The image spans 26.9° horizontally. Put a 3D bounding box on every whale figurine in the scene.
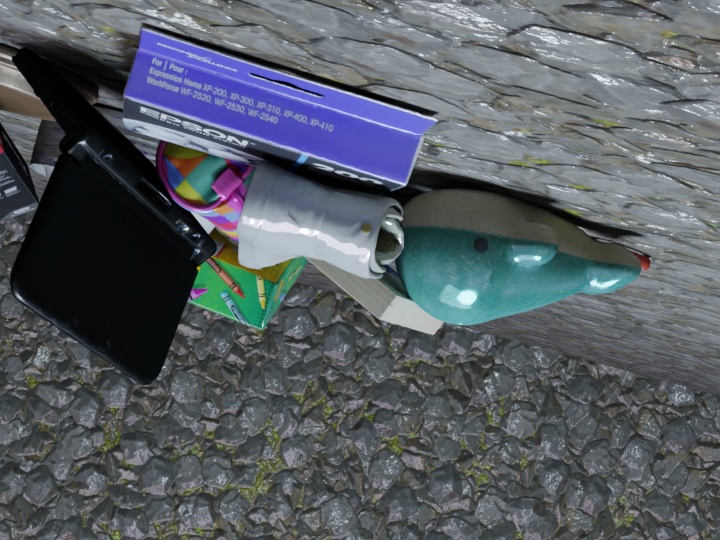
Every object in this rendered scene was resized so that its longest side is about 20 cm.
[{"bbox_3d":[0.123,0.000,1.216,0.198,0.105,0.159,13,174,-13],"label":"whale figurine"}]

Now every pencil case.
[{"bbox_3d":[-0.104,-0.073,1.228,0.087,0.089,0.200,14,176,10],"label":"pencil case"}]

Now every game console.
[{"bbox_3d":[-0.206,-0.039,1.137,0.176,0.116,0.200,49,-179,33],"label":"game console"}]

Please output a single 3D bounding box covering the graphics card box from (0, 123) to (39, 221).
[{"bbox_3d":[-0.357,-0.081,1.301,0.124,0.051,0.200,-20,168,-6],"label":"graphics card box"}]

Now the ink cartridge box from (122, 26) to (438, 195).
[{"bbox_3d":[-0.062,-0.099,1.015,0.196,0.044,0.200,16,174,-8],"label":"ink cartridge box"}]

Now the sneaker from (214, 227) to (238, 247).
[{"bbox_3d":[-0.052,-0.056,1.490,0.198,0.078,0.089,13,157,-16],"label":"sneaker"}]

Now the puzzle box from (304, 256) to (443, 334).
[{"bbox_3d":[0.000,0.000,1.280,0.133,0.026,0.200,39,-175,17],"label":"puzzle box"}]

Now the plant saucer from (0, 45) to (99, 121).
[{"bbox_3d":[-0.310,-0.159,1.212,0.198,0.030,0.200,16,176,1],"label":"plant saucer"}]

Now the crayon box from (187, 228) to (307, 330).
[{"bbox_3d":[-0.124,-0.018,1.569,0.118,0.059,0.200,21,-157,4],"label":"crayon box"}]

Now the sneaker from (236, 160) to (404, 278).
[{"bbox_3d":[-0.026,-0.024,1.094,0.114,0.075,0.200,18,177,0],"label":"sneaker"}]

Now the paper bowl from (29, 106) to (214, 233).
[{"bbox_3d":[-0.208,-0.079,1.390,0.198,0.106,0.201,16,176,1],"label":"paper bowl"}]

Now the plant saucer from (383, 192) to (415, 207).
[{"bbox_3d":[0.060,-0.039,1.386,0.199,0.039,0.201,16,176,1],"label":"plant saucer"}]

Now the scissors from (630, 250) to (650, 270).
[{"bbox_3d":[0.166,-0.032,1.292,0.198,0.014,0.073,20,177,-35],"label":"scissors"}]
